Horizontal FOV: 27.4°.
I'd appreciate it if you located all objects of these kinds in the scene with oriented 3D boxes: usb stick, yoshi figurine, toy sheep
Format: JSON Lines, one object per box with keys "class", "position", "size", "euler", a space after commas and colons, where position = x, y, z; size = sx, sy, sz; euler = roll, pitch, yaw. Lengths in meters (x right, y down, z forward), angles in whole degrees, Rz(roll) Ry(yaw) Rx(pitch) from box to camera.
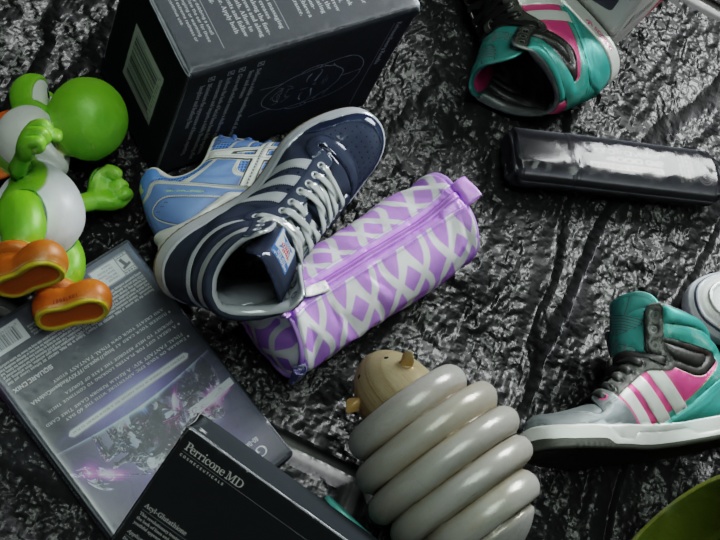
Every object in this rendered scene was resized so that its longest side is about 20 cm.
{"class": "usb stick", "position": [0.212, -0.086, 1.249], "size": [0.198, 0.033, 0.056], "euler": [5, 57, -17]}
{"class": "yoshi figurine", "position": [-0.208, -0.067, 1.050], "size": [0.111, 0.113, 0.202], "euler": [8, 51, -25]}
{"class": "toy sheep", "position": [0.062, 0.140, 1.026], "size": [0.137, 0.138, 0.200], "euler": [-33, 77, -29]}

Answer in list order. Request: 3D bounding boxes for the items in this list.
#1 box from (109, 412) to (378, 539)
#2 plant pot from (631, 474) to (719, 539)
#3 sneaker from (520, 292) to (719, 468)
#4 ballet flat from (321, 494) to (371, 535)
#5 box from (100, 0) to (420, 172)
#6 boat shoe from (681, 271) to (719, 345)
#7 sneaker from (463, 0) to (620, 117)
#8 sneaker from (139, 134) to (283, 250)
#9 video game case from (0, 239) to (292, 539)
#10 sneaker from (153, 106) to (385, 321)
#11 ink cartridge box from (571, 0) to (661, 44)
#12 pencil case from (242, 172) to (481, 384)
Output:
{"class": "box", "position": [-0.066, 0.209, 0.951], "size": [0.199, 0.079, 0.142], "euler": [36, 93, -1]}
{"class": "plant pot", "position": [0.282, 0.278, 1.022], "size": [0.193, 0.200, 0.201], "euler": [42, 59, -10]}
{"class": "sneaker", "position": [0.199, 0.080, 1.124], "size": [0.198, 0.084, 0.122], "euler": [-2, 71, -28]}
{"class": "ballet flat", "position": [0.030, 0.236, 1.021], "size": [0.199, 0.070, 0.070], "euler": [37, 59, 3]}
{"class": "box", "position": [-0.079, -0.178, 1.125], "size": [0.198, 0.149, 0.108], "euler": [-20, 73, -26]}
{"class": "boat shoe", "position": [0.367, 0.028, 1.226], "size": [0.198, 0.067, 0.074], "euler": [6, 63, -16]}
{"class": "sneaker", "position": [0.117, -0.204, 1.247], "size": [0.200, 0.084, 0.121], "euler": [43, 50, 3]}
{"class": "sneaker", "position": [-0.075, -0.074, 1.118], "size": [0.199, 0.076, 0.077], "euler": [-27, 81, -29]}
{"class": "video game case", "position": [-0.162, 0.092, 1.043], "size": [0.142, 0.019, 0.201], "euler": [-34, 81, -29]}
{"class": "sneaker", "position": [-0.044, -0.037, 1.026], "size": [0.200, 0.108, 0.070], "euler": [-39, 115, -14]}
{"class": "ink cartridge box", "position": [0.247, -0.289, 1.260], "size": [0.084, 0.200, 0.145], "euler": [44, 60, 6]}
{"class": "pencil case", "position": [0.000, 0.000, 1.104], "size": [0.199, 0.086, 0.084], "euler": [-33, 67, -30]}
